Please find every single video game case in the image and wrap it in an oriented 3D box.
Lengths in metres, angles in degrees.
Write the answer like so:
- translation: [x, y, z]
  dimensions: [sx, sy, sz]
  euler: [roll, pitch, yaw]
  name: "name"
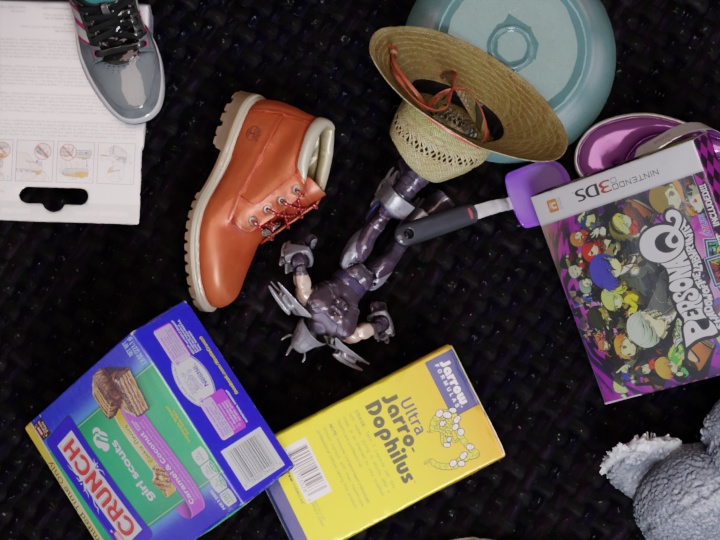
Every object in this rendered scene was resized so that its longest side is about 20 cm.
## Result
- translation: [0.256, 0.002, 1.635]
  dimensions: [0.180, 0.036, 0.202]
  euler: [-18, 92, 42]
  name: "video game case"

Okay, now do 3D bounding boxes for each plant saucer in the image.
- translation: [0.137, -0.200, 1.720]
  dimensions: [0.198, 0.036, 0.202]
  euler: [0, 85, -1]
  name: "plant saucer"

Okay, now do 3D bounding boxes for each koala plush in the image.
- translation: [0.320, 0.178, 1.628]
  dimensions: [0.199, 0.184, 0.178]
  euler: [-29, 85, 9]
  name: "koala plush"

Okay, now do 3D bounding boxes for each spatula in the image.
- translation: [0.110, -0.054, 1.676]
  dimensions: [0.199, 0.021, 0.057]
  euler: [-17, 85, -34]
  name: "spatula"

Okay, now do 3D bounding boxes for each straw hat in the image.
- translation: [0.074, -0.124, 1.633]
  dimensions: [0.200, 0.201, 0.085]
  euler: [34, 118, 3]
  name: "straw hat"

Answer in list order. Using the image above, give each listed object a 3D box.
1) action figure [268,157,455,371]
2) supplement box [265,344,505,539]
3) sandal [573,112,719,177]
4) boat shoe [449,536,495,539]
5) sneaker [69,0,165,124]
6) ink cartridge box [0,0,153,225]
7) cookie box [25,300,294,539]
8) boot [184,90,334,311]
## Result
- translation: [0.000, 0.000, 1.672]
  dimensions: [0.130, 0.069, 0.200]
  euler: [42, 84, -27]
  name: "action figure"
- translation: [0.013, 0.159, 1.646]
  dimensions: [0.199, 0.109, 0.110]
  euler: [-27, 85, -3]
  name: "supplement box"
- translation: [0.295, -0.100, 1.703]
  dimensions: [0.201, 0.050, 0.083]
  euler: [8, 84, 1]
  name: "sandal"
- translation: [0.138, 0.276, 1.656]
  dimensions: [0.198, 0.070, 0.072]
  euler: [6, 85, 0]
  name: "boat shoe"
- translation: [-0.220, -0.231, 1.632]
  dimensions: [0.083, 0.121, 0.202]
  euler: [-18, 86, -1]
  name: "sneaker"
- translation: [-0.272, -0.143, 1.707]
  dimensions: [0.161, 0.057, 0.202]
  euler: [2, 89, 0]
  name: "ink cartridge box"
- translation: [-0.175, 0.151, 1.606]
  dimensions: [0.075, 0.200, 0.172]
  euler: [-29, 83, -46]
  name: "cookie box"
- translation: [-0.088, -0.054, 1.670]
  dimensions: [0.106, 0.075, 0.202]
  euler: [14, 84, 22]
  name: "boot"
